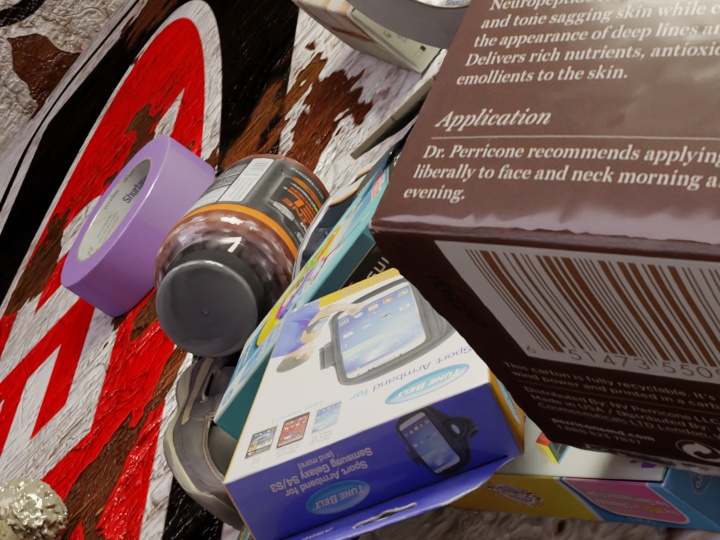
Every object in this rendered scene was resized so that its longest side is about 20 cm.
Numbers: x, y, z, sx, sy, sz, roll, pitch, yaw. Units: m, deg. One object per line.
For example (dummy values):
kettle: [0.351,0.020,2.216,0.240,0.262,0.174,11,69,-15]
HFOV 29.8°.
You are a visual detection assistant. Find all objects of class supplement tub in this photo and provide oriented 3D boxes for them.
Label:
supplement tub: [-0.085,-0.009,0.982,0.107,0.107,0.200,-45,8,23]

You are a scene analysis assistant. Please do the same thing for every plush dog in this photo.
plush dog: [-0.338,0.275,1.127,0.200,0.160,0.172,-51,45,8]

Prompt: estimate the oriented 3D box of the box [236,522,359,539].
box: [-0.007,0.090,0.745,0.137,0.038,0.200,-52,6,25]

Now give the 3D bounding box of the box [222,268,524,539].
box: [0.011,0.050,0.602,0.119,0.042,0.200,-23,16,14]

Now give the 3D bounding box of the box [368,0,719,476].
box: [0.139,-0.046,0.487,0.166,0.164,0.200,6,61,40]

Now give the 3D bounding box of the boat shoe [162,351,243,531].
boat shoe: [-0.087,0.099,0.929,0.073,0.074,0.200,-49,23,13]

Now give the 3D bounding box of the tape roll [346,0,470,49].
tape roll: [0.057,-0.246,0.966,0.200,0.200,0.066,-20,40,55]

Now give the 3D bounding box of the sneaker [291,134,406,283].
sneaker: [0.029,-0.039,0.884,0.200,0.078,0.079,-51,16,6]

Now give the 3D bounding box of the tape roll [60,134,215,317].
tape roll: [-0.244,-0.050,1.486,0.200,0.066,0.200,-44,23,24]

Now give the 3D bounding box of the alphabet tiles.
alphabet tiles: [0.077,-0.140,0.840,0.167,0.008,0.200,-42,0,20]

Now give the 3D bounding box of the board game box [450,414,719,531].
board game box: [0.114,0.042,0.641,0.200,0.040,0.153,-11,48,60]

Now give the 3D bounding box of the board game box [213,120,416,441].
board game box: [0.000,0.000,0.779,0.200,0.047,0.151,-53,7,11]

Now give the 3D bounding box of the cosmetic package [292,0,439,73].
cosmetic package: [0.020,-0.248,1.198,0.103,0.087,0.200,-55,21,1]
